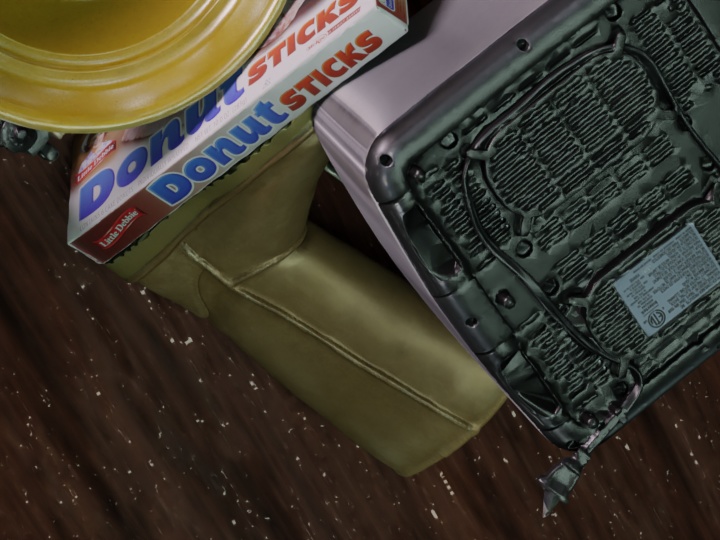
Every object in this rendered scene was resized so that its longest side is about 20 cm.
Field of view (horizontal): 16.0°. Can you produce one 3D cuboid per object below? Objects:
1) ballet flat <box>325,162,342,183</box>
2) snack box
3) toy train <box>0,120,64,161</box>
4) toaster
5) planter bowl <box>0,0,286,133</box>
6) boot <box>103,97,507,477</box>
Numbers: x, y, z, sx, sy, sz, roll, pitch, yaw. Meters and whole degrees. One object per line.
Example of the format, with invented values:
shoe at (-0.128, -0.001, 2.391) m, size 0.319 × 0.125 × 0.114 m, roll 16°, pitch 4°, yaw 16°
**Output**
ballet flat at (-0.007, -0.083, 1.225) m, size 0.071 × 0.071 × 0.200 m, roll -47°, pitch 114°, yaw 2°
snack box at (-0.058, -0.082, 1.154) m, size 0.200 × 0.072 × 0.024 m, roll -35°, pitch 129°, yaw 29°
toy train at (-0.202, -0.127, 1.167) m, size 0.046 × 0.034 × 0.200 m, roll -47°, pitch 114°, yaw -11°
toaster at (0.093, -0.037, 1.110) m, size 0.200 × 0.119 × 0.181 m, roll -38°, pitch 112°, yaw -3°
planter bowl at (-0.126, -0.167, 1.141) m, size 0.199 × 0.083 × 0.202 m, roll -2°, pitch 103°, yaw -7°
boot at (0.000, 0.000, 1.227) m, size 0.200 × 0.066 × 0.175 m, roll 35°, pitch 134°, yaw -22°
